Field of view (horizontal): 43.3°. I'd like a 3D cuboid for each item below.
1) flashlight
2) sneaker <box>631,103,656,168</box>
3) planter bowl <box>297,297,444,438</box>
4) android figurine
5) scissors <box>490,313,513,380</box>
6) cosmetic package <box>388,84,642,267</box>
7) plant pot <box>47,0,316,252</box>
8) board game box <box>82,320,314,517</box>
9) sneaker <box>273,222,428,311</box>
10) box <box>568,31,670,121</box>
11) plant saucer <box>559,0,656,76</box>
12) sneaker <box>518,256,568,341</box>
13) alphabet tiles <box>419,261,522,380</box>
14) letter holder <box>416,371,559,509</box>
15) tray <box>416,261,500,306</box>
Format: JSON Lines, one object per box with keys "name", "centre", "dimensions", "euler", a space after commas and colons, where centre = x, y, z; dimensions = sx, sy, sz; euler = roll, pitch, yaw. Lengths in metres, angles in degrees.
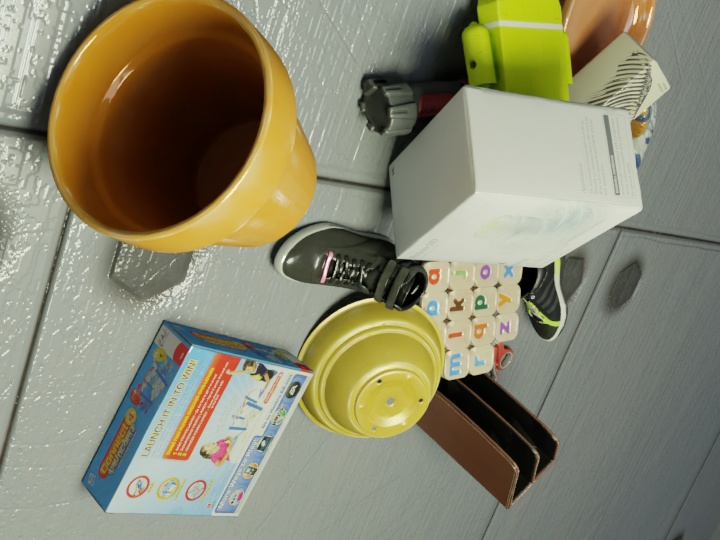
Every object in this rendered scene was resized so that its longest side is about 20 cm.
{"name": "flashlight", "centre": [0.090, -0.182, 1.026], "dimensions": [0.199, 0.068, 0.068], "euler": [-15, 126, -41]}
{"name": "sneaker", "centre": [0.384, -0.227, 1.298], "dimensions": [0.089, 0.075, 0.200], "euler": [-61, 160, -13]}
{"name": "planter bowl", "centre": [0.025, 0.140, 1.106], "dimensions": [0.199, 0.084, 0.202], "euler": [-8, 117, -16]}
{"name": "android figurine", "centre": [0.186, -0.252, 1.045], "dimensions": [0.181, 0.041, 0.202], "euler": [-13, 96, -42]}
{"name": "scissors", "centre": [0.201, 0.110, 1.364], "dimensions": [0.073, 0.014, 0.201], "euler": [-42, 147, -17]}
{"name": "cosmetic package", "centre": [0.160, -0.092, 0.991], "dimensions": [0.198, 0.199, 0.124], "euler": [4, 71, -20]}
{"name": "plant pot", "centre": [-0.127, -0.102, 0.772], "dimensions": [0.201, 0.200, 0.183], "euler": [-57, 156, 1]}
{"name": "board game box", "centre": [-0.173, 0.171, 0.999], "dimensions": [0.195, 0.056, 0.201], "euler": [22, 99, -50]}
{"name": "sneaker", "centre": [0.000, 0.000, 1.030], "dimensions": [0.199, 0.099, 0.071], "euler": [2, 116, -45]}
{"name": "box", "centre": [0.292, -0.204, 1.170], "dimensions": [0.200, 0.069, 0.082], "euler": [-43, 144, 15]}
{"name": "plant saucer", "centre": [0.314, -0.328, 1.184], "dimensions": [0.199, 0.037, 0.201], "euler": [-26, 133, -32]}
{"name": "sneaker", "centre": [0.253, 0.027, 1.343], "dimensions": [0.082, 0.072, 0.201], "euler": [-27, 126, -25]}
{"name": "alphabet tiles", "centre": [0.147, 0.043, 1.213], "dimensions": [0.195, 0.015, 0.202], "euler": [-6, 102, -41]}
{"name": "letter holder", "centre": [0.164, 0.199, 1.236], "dimensions": [0.100, 0.200, 0.143], "euler": [-38, 151, -21]}
{"name": "tray", "centre": [0.146, 0.016, 1.254], "dimensions": [0.199, 0.022, 0.108], "euler": [7, 109, -48]}
